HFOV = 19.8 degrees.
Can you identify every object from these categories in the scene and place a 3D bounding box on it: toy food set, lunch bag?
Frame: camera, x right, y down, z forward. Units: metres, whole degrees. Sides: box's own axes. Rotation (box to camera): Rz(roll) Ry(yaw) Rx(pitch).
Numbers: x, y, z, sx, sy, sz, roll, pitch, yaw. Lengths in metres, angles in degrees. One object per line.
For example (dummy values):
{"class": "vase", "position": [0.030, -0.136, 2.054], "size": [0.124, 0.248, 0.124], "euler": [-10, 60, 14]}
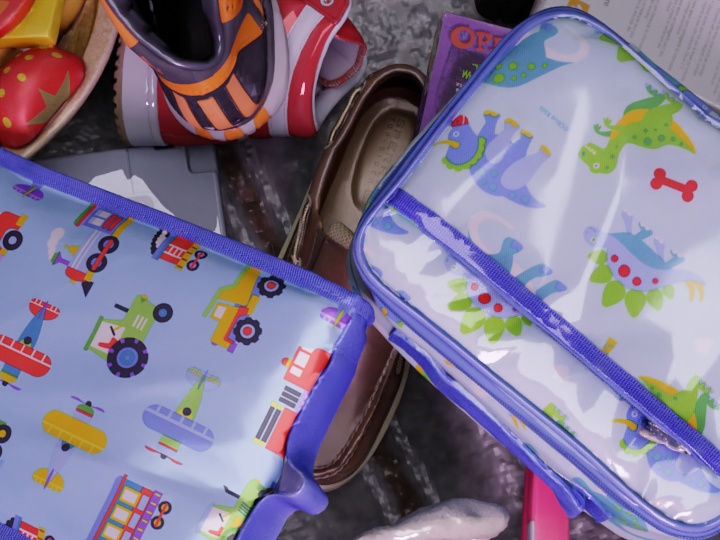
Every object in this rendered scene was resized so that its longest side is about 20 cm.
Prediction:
{"class": "toy food set", "position": [-0.203, -0.117, 0.945], "size": [0.200, 0.049, 0.198], "euler": [-1, 64, 19]}
{"class": "lunch bag", "position": [0.102, 0.007, 0.843], "size": [0.200, 0.082, 0.161], "euler": [42, 78, 5]}
{"class": "lunch bag", "position": [-0.094, 0.055, 0.837], "size": [0.200, 0.094, 0.151], "euler": [19, 74, 35]}

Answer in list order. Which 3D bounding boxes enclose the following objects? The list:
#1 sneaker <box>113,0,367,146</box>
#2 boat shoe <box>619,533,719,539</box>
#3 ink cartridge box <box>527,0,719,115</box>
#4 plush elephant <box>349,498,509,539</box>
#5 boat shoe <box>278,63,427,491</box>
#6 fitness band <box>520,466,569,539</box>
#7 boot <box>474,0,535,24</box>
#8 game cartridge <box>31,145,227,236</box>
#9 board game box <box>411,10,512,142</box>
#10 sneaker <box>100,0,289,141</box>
{"class": "sneaker", "position": [-0.046, -0.150, 0.967], "size": [0.112, 0.071, 0.200], "euler": [3, 73, 9]}
{"class": "boat shoe", "position": [0.184, 0.100, 0.868], "size": [0.200, 0.062, 0.073], "euler": [-30, 81, -11]}
{"class": "ink cartridge box", "position": [0.176, -0.100, 0.920], "size": [0.200, 0.037, 0.095], "euler": [25, 65, -2]}
{"class": "plush elephant", "position": [0.014, 0.179, 0.856], "size": [0.155, 0.165, 0.200], "euler": [-43, 89, -19]}
{"class": "boat shoe", "position": [-0.006, -0.001, 0.943], "size": [0.075, 0.075, 0.202], "euler": [11, 76, 0]}
{"class": "fitness band", "position": [0.144, 0.115, 0.912], "size": [0.144, 0.037, 0.200], "euler": [4, 78, -4]}
{"class": "boot", "position": [0.127, -0.219, 1.001], "size": [0.200, 0.076, 0.168], "euler": [-15, 80, -12]}
{"class": "game cartridge", "position": [-0.157, 0.017, 0.953], "size": [0.200, 0.042, 0.133], "euler": [-7, 81, -5]}
{"class": "board game box", "position": [0.120, -0.036, 0.920], "size": [0.200, 0.032, 0.120], "euler": [15, 69, -3]}
{"class": "sneaker", "position": [-0.078, -0.163, 0.880], "size": [0.078, 0.112, 0.200], "euler": [-18, 71, 6]}
